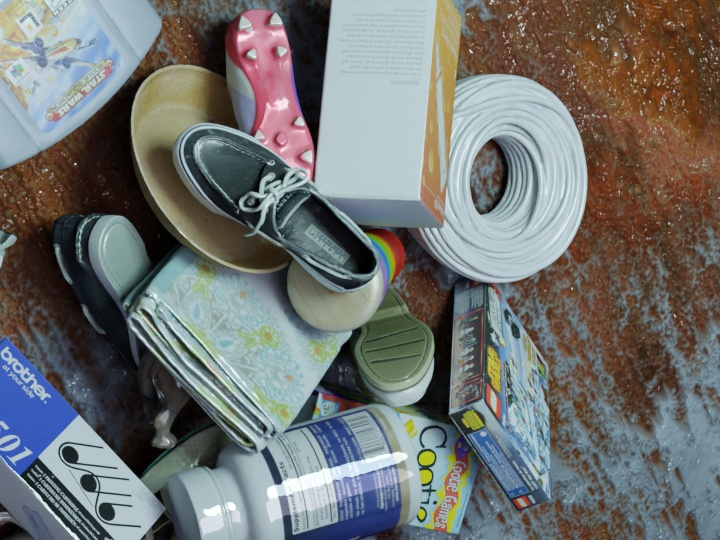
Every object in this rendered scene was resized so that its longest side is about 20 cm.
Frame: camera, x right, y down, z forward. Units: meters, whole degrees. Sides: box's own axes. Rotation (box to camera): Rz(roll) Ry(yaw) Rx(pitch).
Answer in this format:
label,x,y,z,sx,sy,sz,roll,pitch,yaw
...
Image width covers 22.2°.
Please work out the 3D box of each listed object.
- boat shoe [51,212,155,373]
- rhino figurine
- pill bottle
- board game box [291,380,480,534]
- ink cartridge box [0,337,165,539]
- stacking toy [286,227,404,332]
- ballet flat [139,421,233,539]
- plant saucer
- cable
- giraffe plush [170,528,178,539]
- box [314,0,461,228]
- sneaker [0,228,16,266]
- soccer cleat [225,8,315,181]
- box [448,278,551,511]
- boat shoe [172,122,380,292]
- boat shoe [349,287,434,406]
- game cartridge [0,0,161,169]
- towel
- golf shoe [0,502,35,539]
label,x,y,z,sx,sy,sz,roll,pitch,yaw
boat shoe,-0.206,0.023,1.588,0.076,0.060,0.201,-57,145,-37
rhino figurine,-0.131,0.078,1.623,0.200,0.059,0.088,-33,134,-54
pill bottle,-0.058,0.189,1.572,0.199,0.111,0.112,-13,107,-21
board game box,0.003,0.171,1.729,0.199,0.103,0.106,16,92,-34
ink cartridge box,-0.262,0.160,1.525,0.200,0.044,0.094,47,40,-6
stacking toy,0.000,0.000,1.656,0.200,0.085,0.086,-27,123,-74
ballet flat,-0.180,0.214,1.611,0.200,0.062,0.067,-38,144,4
plant saucer,-0.128,-0.081,1.584,0.200,0.035,0.201,29,45,-33
cable,0.126,-0.088,1.768,0.199,0.069,0.201,-32,111,-27
giraffe plush,-0.106,0.324,1.662,0.199,0.173,0.163,30,105,-3
box,0.026,-0.148,1.621,0.124,0.097,0.201,39,56,-74
sneaker,-0.374,-0.027,1.462,0.199,0.074,0.089,28,83,-33
soccer cleat,-0.082,-0.127,1.592,0.066,0.076,0.201,-7,82,-14
box,0.135,0.113,1.762,0.040,0.200,0.137,-23,120,20
boat shoe,-0.068,-0.053,1.508,0.199,0.068,0.074,43,78,-3
boat shoe,0.029,0.082,1.673,0.074,0.200,0.069,-9,112,-3
game cartridge,-0.263,-0.183,1.526,0.200,0.041,0.133,-45,116,-17
towel,-0.104,0.045,1.580,0.171,0.048,0.200,47,34,-8
golf shoe,-0.357,0.229,1.514,0.199,0.088,0.078,-28,131,-23
